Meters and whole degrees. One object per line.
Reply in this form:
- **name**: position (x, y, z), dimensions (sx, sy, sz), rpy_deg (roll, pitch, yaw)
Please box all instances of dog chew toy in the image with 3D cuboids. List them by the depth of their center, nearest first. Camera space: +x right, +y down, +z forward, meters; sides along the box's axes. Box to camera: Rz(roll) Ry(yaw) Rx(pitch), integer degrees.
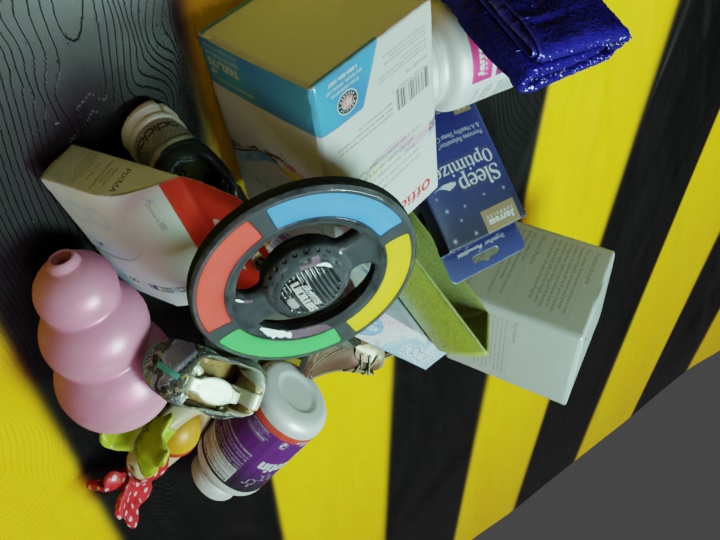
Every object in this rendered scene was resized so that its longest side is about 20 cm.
- **dog chew toy**: position (-0.256, 0.065, 0.693), dimensions (0.123, 0.124, 0.204), rpy_deg (-26, 133, -20)

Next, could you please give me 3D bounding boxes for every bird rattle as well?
- **bird rattle**: position (-0.245, 0.222, 0.877), dimensions (0.162, 0.112, 0.203), rpy_deg (-32, 149, -41)

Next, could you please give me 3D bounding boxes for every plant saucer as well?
- **plant saucer**: position (0.073, 0.007, 0.822), dimensions (0.048, 0.201, 0.200), rpy_deg (-37, -179, 14)

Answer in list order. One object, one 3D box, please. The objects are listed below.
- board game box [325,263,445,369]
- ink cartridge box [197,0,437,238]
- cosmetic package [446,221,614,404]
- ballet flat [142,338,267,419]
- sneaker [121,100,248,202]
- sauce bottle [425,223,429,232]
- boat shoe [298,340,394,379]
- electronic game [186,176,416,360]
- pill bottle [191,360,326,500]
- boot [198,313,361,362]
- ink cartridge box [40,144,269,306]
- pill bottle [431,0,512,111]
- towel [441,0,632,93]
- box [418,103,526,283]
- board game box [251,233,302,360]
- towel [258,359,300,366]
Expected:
- **board game box**: position (0.000, 0.000, 0.793), dimensions (0.043, 0.201, 0.199), rpy_deg (-39, 145, 14)
- **ink cartridge box**: position (-0.028, -0.139, 0.646), dimensions (0.146, 0.145, 0.203), rpy_deg (-42, 145, -26)
- **cosmetic package**: position (0.243, 0.053, 1.036), dimensions (0.169, 0.196, 0.169), rpy_deg (-54, 154, -33)
- **ballet flat**: position (-0.141, 0.124, 0.732), dimensions (0.072, 0.072, 0.200), rpy_deg (-46, 150, 6)
- **sneaker**: position (-0.150, -0.068, 0.679), dimensions (0.073, 0.088, 0.201), rpy_deg (-38, 144, -5)
- **sauce bottle**: position (0.117, -0.043, 0.978), dimensions (0.063, 0.065, 0.204), rpy_deg (-15, 134, -32)
- **boat shoe**: position (0.005, 0.104, 0.964), dimensions (0.197, 0.072, 0.076), rpy_deg (-23, 153, -37)
- **electronic game**: position (-0.045, 0.006, 0.583), dimensions (0.195, 0.042, 0.203), rpy_deg (-15, 140, -13)
- **pill bottle**: position (-0.141, 0.220, 0.940), dimensions (0.111, 0.114, 0.200), rpy_deg (11, 131, -48)
- **boot**: position (-0.093, 0.073, 0.833), dimensions (0.130, 0.069, 0.199), rpy_deg (-38, 146, 14)
- **ink cartridge box**: position (-0.165, -0.020, 0.625), dimensions (0.048, 0.196, 0.162), rpy_deg (-56, 150, -26)
- **pill bottle**: position (0.111, -0.235, 0.737), dimensions (0.197, 0.114, 0.115), rpy_deg (-26, 141, -22)
- **towel**: position (0.150, -0.270, 0.669), dimensions (0.145, 0.202, 0.050), rpy_deg (-26, 160, -21)
- **box**: position (0.117, -0.101, 0.824), dimensions (0.119, 0.204, 0.032), rpy_deg (-24, 178, -24)
- **board game box**: position (-0.091, 0.020, 0.858), dimensions (0.152, 0.046, 0.199), rpy_deg (-49, 144, 7)
- **towel**: position (-0.069, 0.111, 0.996), dimensions (0.198, 0.018, 0.087), rpy_deg (-34, 144, -14)
